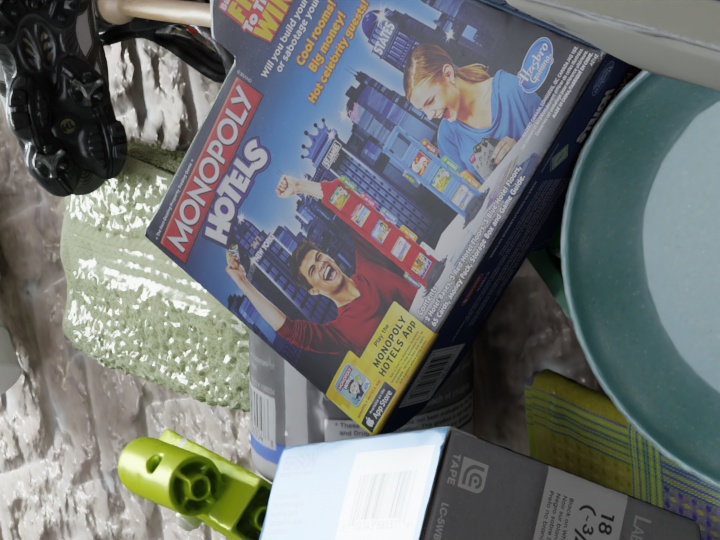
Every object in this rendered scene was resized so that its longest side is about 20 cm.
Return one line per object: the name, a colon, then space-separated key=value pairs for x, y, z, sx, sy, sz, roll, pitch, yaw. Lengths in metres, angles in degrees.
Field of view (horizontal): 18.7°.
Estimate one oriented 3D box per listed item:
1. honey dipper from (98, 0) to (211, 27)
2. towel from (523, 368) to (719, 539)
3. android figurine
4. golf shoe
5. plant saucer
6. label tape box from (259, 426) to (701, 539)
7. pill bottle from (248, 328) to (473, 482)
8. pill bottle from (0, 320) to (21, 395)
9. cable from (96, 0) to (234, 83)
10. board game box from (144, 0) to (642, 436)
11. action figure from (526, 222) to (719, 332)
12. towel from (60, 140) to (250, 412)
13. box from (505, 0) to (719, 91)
honey dipper: x=-0.082 y=-0.132 z=1.115 sx=0.200 sy=0.038 sz=0.038 roll=19 pitch=114 yaw=55
towel: x=0.149 y=0.132 z=0.986 sx=0.199 sy=0.023 sz=0.144 roll=22 pitch=127 yaw=45
android figurine: x=-0.046 y=0.137 z=1.135 sx=0.200 sy=0.182 sz=0.041 roll=16 pitch=71 yaw=57
golf shoe: x=-0.183 y=-0.140 z=1.229 sx=0.094 sy=0.077 sz=0.201 roll=-177 pitch=77 yaw=-81
plant saucer: x=0.179 y=-0.004 z=0.884 sx=0.199 sy=0.036 sz=0.201 roll=7 pitch=106 yaw=27
label tape box: x=0.074 y=0.132 z=0.968 sx=0.144 sy=0.199 sz=0.064 roll=-14 pitch=58 yaw=58
pill bottle: x=0.000 y=0.000 z=1.070 sx=0.113 sy=0.113 sz=0.201 roll=16 pitch=112 yaw=46
pill bottle: x=-0.296 y=-0.007 z=1.410 sx=0.114 sy=0.114 sz=0.201 roll=-41 pitch=69 yaw=46
cable: x=-0.103 y=-0.146 z=1.222 sx=0.200 sy=0.050 sz=0.098 roll=-8 pitch=106 yaw=62
board game box: x=-0.003 y=-0.069 z=0.959 sx=0.200 sy=0.062 sz=0.201 roll=41 pitch=115 yaw=22
action figure: x=0.088 y=-0.037 z=0.974 sx=0.200 sy=0.055 sz=0.118 roll=46 pitch=121 yaw=13
towel: x=-0.112 y=0.000 z=1.258 sx=0.199 sy=0.036 sz=0.149 roll=15 pitch=112 yaw=46
box: x=0.155 y=-0.166 z=0.795 sx=0.128 sy=0.109 sz=0.201 roll=22 pitch=93 yaw=42
